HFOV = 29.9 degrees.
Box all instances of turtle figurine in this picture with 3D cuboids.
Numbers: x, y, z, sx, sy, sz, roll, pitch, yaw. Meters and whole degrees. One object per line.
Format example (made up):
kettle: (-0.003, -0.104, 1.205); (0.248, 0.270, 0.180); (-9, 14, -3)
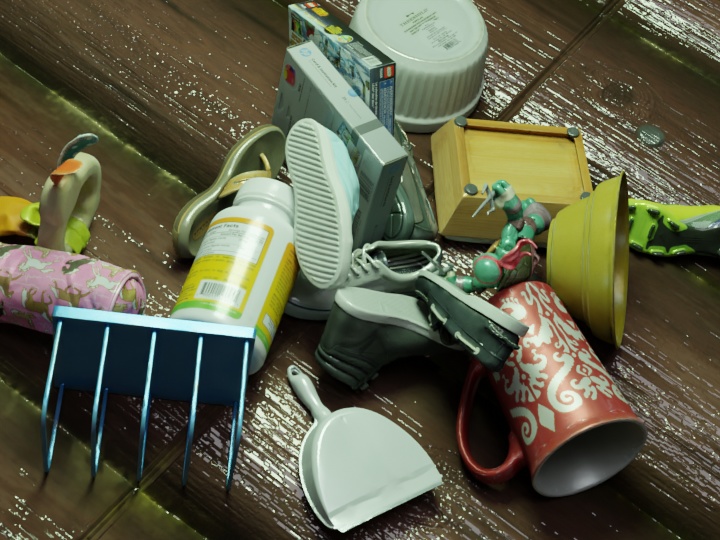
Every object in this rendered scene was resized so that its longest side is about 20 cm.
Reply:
turtle figurine: (0.150, -0.020, 1.497); (0.101, 0.150, 0.200); (46, 24, 13)

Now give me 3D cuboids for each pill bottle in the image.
pill bottle: (-0.125, 0.002, 1.457); (0.110, 0.111, 0.201); (18, 58, 2)

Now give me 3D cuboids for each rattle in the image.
rattle: (-0.349, -0.096, 1.436); (0.142, 0.200, 0.131); (34, 76, 9)

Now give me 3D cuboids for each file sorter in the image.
file sorter: (-0.211, 0.133, 1.337); (0.197, 0.139, 0.124); (6, 55, -7)

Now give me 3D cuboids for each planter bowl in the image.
planter bowl: (0.257, -0.013, 1.535); (0.082, 0.201, 0.202); (2, 49, 16)

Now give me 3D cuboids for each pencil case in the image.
pencil case: (-0.325, 0.025, 1.405); (0.198, 0.083, 0.087); (13, 45, 15)

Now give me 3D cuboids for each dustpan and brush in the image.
dustpan and brush: (-0.022, 0.172, 1.408); (0.138, 0.057, 0.201); (-20, 66, -27)

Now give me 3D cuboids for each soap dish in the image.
soap dish: (0.190, -0.109, 1.646); (0.197, 0.082, 0.159); (4, 52, -8)

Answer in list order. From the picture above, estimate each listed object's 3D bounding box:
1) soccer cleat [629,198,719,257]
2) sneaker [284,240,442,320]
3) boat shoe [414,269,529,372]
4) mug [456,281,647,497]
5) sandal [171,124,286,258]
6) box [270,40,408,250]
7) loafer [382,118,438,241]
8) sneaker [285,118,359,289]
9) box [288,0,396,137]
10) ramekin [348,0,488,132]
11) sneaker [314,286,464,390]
soccer cleat: (0.399, -0.054, 1.674); (0.198, 0.065, 0.084); (8, 22, -1)
sneaker: (0.000, 0.000, 1.525); (0.198, 0.071, 0.073); (-13, 57, -19)
boat shoe: (0.102, 0.051, 1.422); (0.075, 0.200, 0.061); (30, 90, -23)
mug: (0.183, 0.124, 1.436); (0.176, 0.134, 0.201); (-9, 52, -21)
sandal: (-0.140, -0.084, 1.552); (0.054, 0.081, 0.200); (19, 54, 30)
box: (-0.031, -0.143, 1.576); (0.041, 0.157, 0.200); (-24, 60, -30)
loafer: (0.042, -0.117, 1.639); (0.062, 0.072, 0.202); (6, 56, -33)
sneaker: (-0.025, -0.069, 1.463); (0.082, 0.074, 0.202); (19, 56, -44)
box: (-0.024, -0.222, 1.613); (0.040, 0.138, 0.200); (-17, 39, -25)
ramekin: (0.072, -0.287, 1.742); (0.198, 0.106, 0.202); (6, 51, -8)
sneaker: (0.029, 0.083, 1.477); (0.199, 0.100, 0.071); (14, 24, -41)
